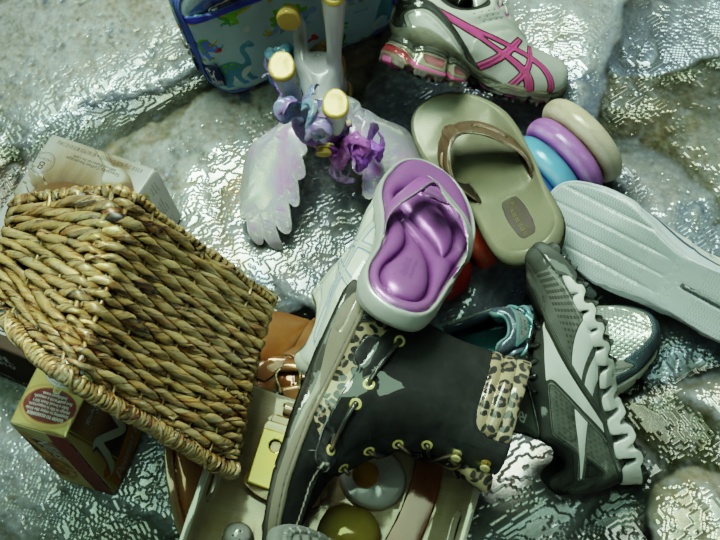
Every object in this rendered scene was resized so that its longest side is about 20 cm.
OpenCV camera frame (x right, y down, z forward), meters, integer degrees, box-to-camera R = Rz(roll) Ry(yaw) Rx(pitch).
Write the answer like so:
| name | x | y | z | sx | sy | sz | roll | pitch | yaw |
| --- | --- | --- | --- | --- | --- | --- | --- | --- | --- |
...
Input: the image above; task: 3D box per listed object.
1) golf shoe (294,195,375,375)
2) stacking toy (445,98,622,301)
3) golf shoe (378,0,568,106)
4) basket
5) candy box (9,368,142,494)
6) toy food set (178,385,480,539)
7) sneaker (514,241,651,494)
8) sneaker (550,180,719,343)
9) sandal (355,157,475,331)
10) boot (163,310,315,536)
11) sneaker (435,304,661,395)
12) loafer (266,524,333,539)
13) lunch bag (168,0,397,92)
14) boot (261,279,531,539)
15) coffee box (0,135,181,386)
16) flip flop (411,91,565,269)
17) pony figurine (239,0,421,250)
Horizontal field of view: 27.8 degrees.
| name | x | y | z | sx | sy | sz | roll | pitch | yaw |
| --- | --- | --- | --- | --- | --- | --- | --- | --- | --- |
| golf shoe | 0.000 | 0.000 | 1.140 | 0.097 | 0.078 | 0.200 | -11 | 45 | 35 |
| stacking toy | 0.121 | -0.048 | 1.202 | 0.200 | 0.085 | 0.085 | -43 | 61 | -8 |
| golf shoe | 0.110 | -0.193 | 1.223 | 0.073 | 0.200 | 0.092 | 28 | 105 | 47 |
| basket | -0.175 | 0.049 | 1.022 | 0.143 | 0.200 | 0.149 | -3 | 64 | 33 |
| candy box | -0.197 | 0.065 | 1.172 | 0.055 | 0.115 | 0.200 | 13 | 63 | 20 |
| toy food set | -0.019 | 0.172 | 1.069 | 0.200 | 0.060 | 0.144 | 17 | 74 | 1 |
| sneaker | 0.143 | 0.080 | 1.065 | 0.090 | 0.200 | 0.066 | -20 | 13 | -4 |
| sneaker | 0.233 | -0.001 | 1.150 | 0.200 | 0.071 | 0.073 | 37 | 99 | 19 |
| sandal | 0.049 | -0.029 | 1.053 | 0.082 | 0.050 | 0.203 | 23 | 36 | -8 |
| boot | -0.069 | 0.121 | 1.148 | 0.155 | 0.077 | 0.200 | 0 | 53 | 7 |
| sneaker | 0.134 | 0.063 | 1.123 | 0.200 | 0.086 | 0.078 | -12 | 59 | 4 |
| loafer | -0.010 | 0.257 | 0.994 | 0.070 | 0.200 | 0.075 | -35 | 19 | 13 |
| lunch bag | -0.073 | -0.256 | 1.311 | 0.200 | 0.161 | 0.083 | -21 | 58 | -2 |
| boot | 0.023 | 0.122 | 1.023 | 0.150 | 0.073 | 0.200 | 20 | 82 | -2 |
| coffee box | -0.258 | -0.004 | 1.247 | 0.114 | 0.080 | 0.200 | 18 | 65 | 21 |
| flip flop | 0.097 | -0.081 | 1.151 | 0.081 | 0.058 | 0.200 | -33 | 47 | 8 |
| pony figurine | -0.029 | -0.129 | 1.230 | 0.166 | 0.200 | 0.193 | -3 | 74 | 4 |
